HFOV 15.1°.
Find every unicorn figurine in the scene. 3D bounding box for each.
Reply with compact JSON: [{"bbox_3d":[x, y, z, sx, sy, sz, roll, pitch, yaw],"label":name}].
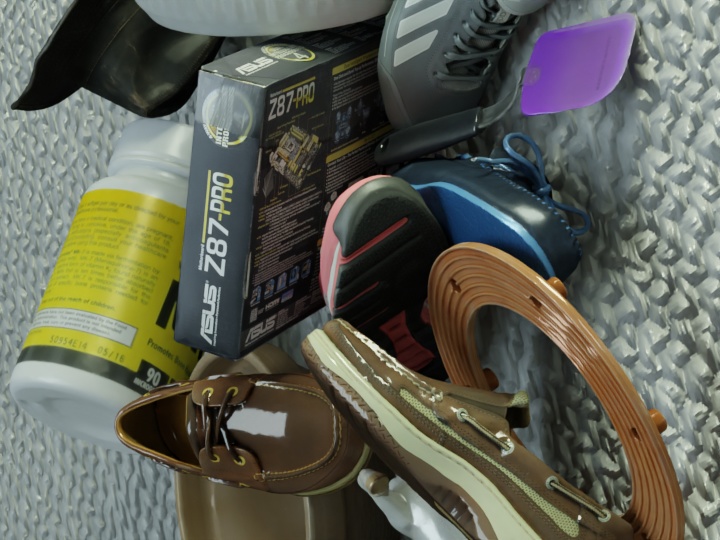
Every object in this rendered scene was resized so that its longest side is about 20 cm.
[{"bbox_3d":[0.052,0.136,1.506,0.200,0.074,0.137,58,178,23],"label":"unicorn figurine"}]

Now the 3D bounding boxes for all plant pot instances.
[{"bbox_3d":[-0.036,0.141,1.684,0.201,0.092,0.202,21,113,61],"label":"plant pot"}]

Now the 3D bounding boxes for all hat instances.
[{"bbox_3d":[-0.136,-0.149,1.788,0.081,0.201,0.201,45,144,3],"label":"hat"}]

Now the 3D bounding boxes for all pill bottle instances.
[{"bbox_3d":[-0.145,0.009,1.779,0.114,0.114,0.201,-24,44,62],"label":"pill bottle"}]

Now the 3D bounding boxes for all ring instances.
[{"bbox_3d":[0.104,0.070,1.410,0.200,0.019,0.201,47,157,27],"label":"ring"}]

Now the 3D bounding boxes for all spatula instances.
[{"bbox_3d":[0.071,-0.088,1.452,0.200,0.021,0.057,-24,43,50],"label":"spatula"}]

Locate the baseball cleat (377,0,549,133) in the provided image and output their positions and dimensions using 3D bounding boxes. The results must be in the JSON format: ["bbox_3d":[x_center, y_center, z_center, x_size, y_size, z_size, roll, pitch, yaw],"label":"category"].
[{"bbox_3d":[0.063,-0.143,1.471,0.106,0.070,0.201,48,137,49],"label":"baseball cleat"}]

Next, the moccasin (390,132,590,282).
[{"bbox_3d":[0.070,-0.040,1.458,0.081,0.068,0.200,64,165,-23],"label":"moccasin"}]

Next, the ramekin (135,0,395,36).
[{"bbox_3d":[-0.048,-0.205,1.548,0.200,0.200,0.105,30,130,58],"label":"ramekin"}]

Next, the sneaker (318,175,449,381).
[{"bbox_3d":[0.000,0.000,1.497,0.087,0.074,0.200,53,167,29],"label":"sneaker"}]

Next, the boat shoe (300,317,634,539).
[{"bbox_3d":[0.059,0.090,1.412,0.202,0.075,0.075,45,171,11],"label":"boat shoe"}]

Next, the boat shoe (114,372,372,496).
[{"bbox_3d":[-0.069,0.095,1.569,0.200,0.067,0.072,-3,86,51],"label":"boat shoe"}]

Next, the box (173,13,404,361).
[{"bbox_3d":[-0.033,-0.054,1.545,0.049,0.200,0.162,18,113,22],"label":"box"}]
